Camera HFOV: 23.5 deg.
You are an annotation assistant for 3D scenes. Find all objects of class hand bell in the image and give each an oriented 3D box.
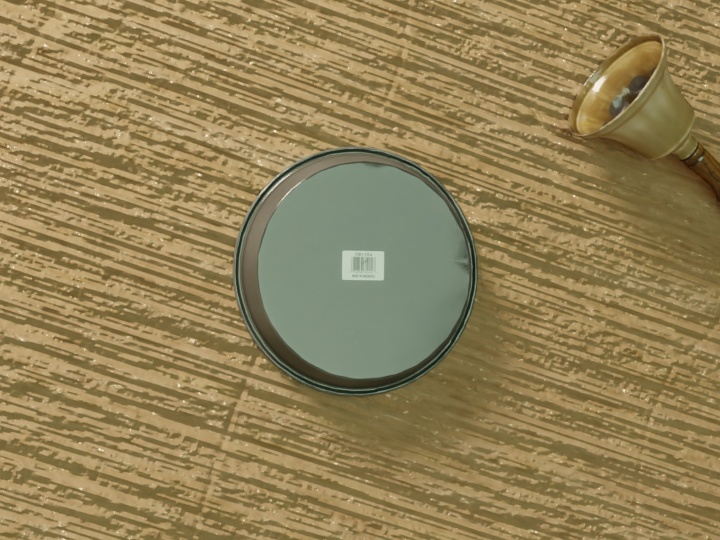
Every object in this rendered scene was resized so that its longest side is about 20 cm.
[{"bbox_3d":[0.277,-0.092,1.416,0.200,0.104,0.104,37,82,-20],"label":"hand bell"}]

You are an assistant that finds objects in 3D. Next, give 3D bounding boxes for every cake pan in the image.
[{"bbox_3d":[0.000,0.000,1.371,0.200,0.037,0.201,0,88,-11],"label":"cake pan"}]
